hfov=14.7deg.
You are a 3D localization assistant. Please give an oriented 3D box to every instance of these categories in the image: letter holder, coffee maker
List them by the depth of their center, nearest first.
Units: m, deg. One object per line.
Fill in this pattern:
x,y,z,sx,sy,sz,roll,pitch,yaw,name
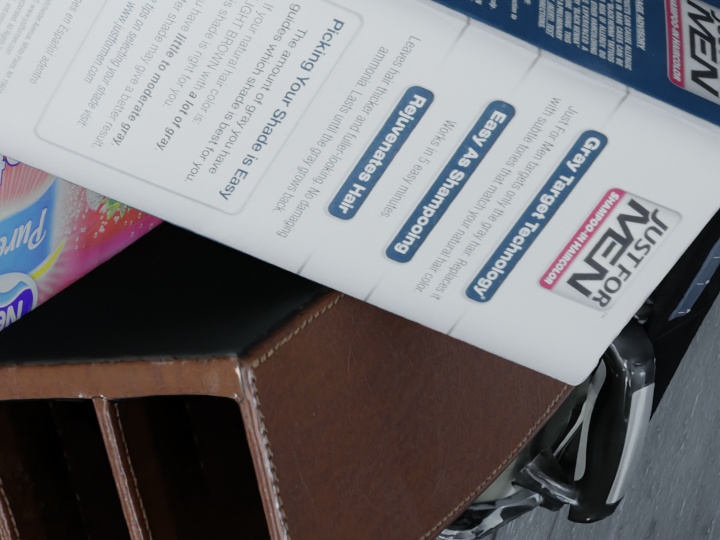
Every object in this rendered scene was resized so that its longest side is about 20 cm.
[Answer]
-0.010,0.053,0.831,0.200,0.100,0.142,-37,119,-53,letter holder
0.077,-0.028,1.010,0.192,0.135,0.200,-57,175,-48,coffee maker

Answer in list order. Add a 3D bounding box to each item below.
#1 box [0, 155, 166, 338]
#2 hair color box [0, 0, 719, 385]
-0.140,-0.021,0.785,0.200,0.095,0.103,-30,135,-57,box
-0.005,-0.054,0.727,0.100,0.200,0.061,-55,-160,39,hair color box
